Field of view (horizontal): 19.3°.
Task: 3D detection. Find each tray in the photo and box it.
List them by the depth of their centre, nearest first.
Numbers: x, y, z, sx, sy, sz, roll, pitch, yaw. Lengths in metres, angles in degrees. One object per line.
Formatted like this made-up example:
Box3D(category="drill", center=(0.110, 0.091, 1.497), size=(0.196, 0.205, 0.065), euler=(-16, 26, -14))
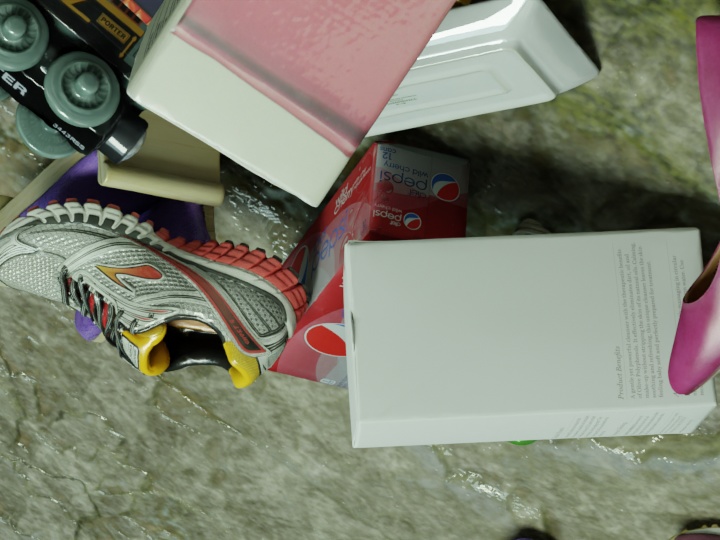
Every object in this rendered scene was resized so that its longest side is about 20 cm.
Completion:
Box3D(category="tray", center=(0.020, -0.101, 1.152), size=(0.200, 0.022, 0.107), euler=(-10, 157, 23))

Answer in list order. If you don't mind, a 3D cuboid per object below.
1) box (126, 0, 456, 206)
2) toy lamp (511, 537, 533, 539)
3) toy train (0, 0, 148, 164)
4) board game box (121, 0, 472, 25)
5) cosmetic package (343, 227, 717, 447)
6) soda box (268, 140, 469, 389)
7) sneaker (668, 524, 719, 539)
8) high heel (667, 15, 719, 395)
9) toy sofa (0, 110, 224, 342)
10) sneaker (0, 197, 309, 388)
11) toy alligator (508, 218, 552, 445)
Box3D(category="box", center=(-0.012, -0.153, 1.016), size=(0.109, 0.128, 0.200), euler=(31, 108, -12))
Box3D(category="toy lamp", center=(0.112, 0.264, 1.580), size=(0.058, 0.058, 0.200), euler=(21, 143, 14))
Box3D(category="toy train", center=(-0.194, -0.153, 1.250), size=(0.200, 0.114, 0.085), euler=(40, 151, -9))
Box3D(category="board game box", center=(-0.046, -0.176, 1.161), size=(0.165, 0.057, 0.200), euler=(41, 144, -16))
Box3D(category="cosmetic package", center=(0.092, 0.039, 1.192), size=(0.200, 0.108, 0.085), euler=(-2, 165, -1))
Box3D(category="soda box", center=(0.000, 0.000, 1.315), size=(0.063, 0.070, 0.200), euler=(14, 148, -16))
Box3D(category="sneaker", center=(0.282, 0.246, 1.401), size=(0.200, 0.090, 0.075), euler=(29, 145, 3))
Box3D(category="high heel", center=(0.181, -0.034, 1.105), size=(0.096, 0.067, 0.200), euler=(23, 107, -1))
Box3D(category="toy sofa", center=(-0.169, -0.030, 1.373), size=(0.083, 0.098, 0.200), euler=(12, 155, -29))
Box3D(category="sneaker", center=(-0.137, 0.015, 1.284), size=(0.200, 0.082, 0.078), euler=(13, 147, 16))
Box3D(category="toy alligator", center=(0.101, 0.053, 1.332), size=(0.059, 0.054, 0.200), euler=(16, 142, 20))
